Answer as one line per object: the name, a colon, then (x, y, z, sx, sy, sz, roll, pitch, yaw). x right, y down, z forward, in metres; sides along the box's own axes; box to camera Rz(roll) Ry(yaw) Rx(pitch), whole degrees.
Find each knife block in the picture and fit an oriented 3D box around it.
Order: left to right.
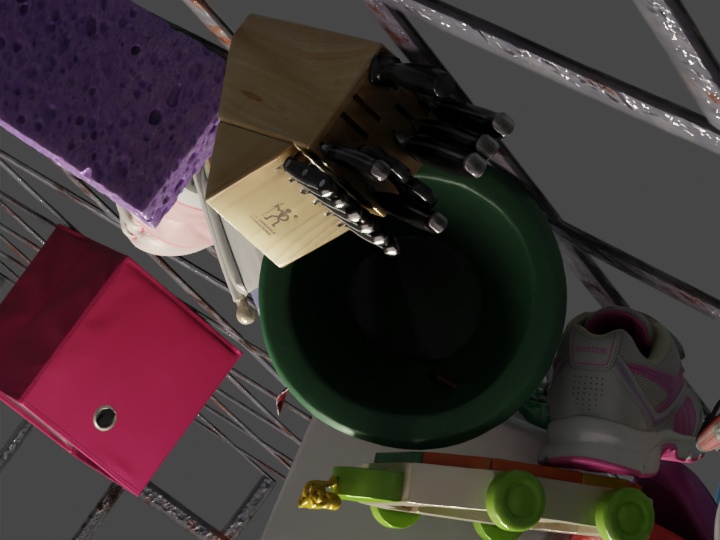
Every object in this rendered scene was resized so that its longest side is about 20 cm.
knife block: (0.005, -0.087, 1.400, 0.064, 0.175, 0.201, 42, -146, -30)

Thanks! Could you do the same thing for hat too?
hat: (0.037, 0.021, 1.529, 0.199, 0.167, 0.176, 14, 177, 17)

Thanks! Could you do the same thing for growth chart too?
growth chart: (-0.050, -0.028, 1.647, 0.200, 0.018, 0.146, -17, 89, 61)

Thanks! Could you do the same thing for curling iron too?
curling iron: (0.211, 0.062, 1.402, 0.025, 0.050, 0.200, 34, 166, 5)

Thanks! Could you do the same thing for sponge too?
sponge: (-0.175, -0.123, 1.678, 0.199, 0.112, 0.030, 33, 172, 22)

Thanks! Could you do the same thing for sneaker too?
sneaker: (-0.141, -0.062, 1.786, 0.104, 0.076, 0.200, -19, 153, 27)
sneaker: (0.155, 0.064, 1.519, 0.081, 0.089, 0.200, 6, -177, 14)

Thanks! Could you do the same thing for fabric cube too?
fabric cube: (-0.291, 0.099, 2.956, 0.196, 0.200, 0.200, 42, 169, -30)

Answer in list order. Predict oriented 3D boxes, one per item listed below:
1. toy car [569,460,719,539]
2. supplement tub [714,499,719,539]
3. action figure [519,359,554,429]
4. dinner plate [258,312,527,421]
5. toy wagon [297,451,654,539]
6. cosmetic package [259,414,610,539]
toy car: (0.204, 0.186, 1.615, 0.150, 0.199, 0.175, 50, 158, 16)
supplement tub: (0.282, 0.174, 1.429, 0.122, 0.123, 0.200, 27, 167, 45)
action figure: (0.140, 0.100, 1.801, 0.118, 0.055, 0.200, 41, 174, -16)
dinner plate: (0.027, 0.061, 1.762, 0.199, 0.024, 0.200, 22, 175, 2)
toy wagon: (0.062, 0.125, 1.468, 0.199, 0.040, 0.155, 11, 171, -25)
cosmetic package: (0.048, 0.166, 1.676, 0.166, 0.167, 0.200, 23, 174, 15)
